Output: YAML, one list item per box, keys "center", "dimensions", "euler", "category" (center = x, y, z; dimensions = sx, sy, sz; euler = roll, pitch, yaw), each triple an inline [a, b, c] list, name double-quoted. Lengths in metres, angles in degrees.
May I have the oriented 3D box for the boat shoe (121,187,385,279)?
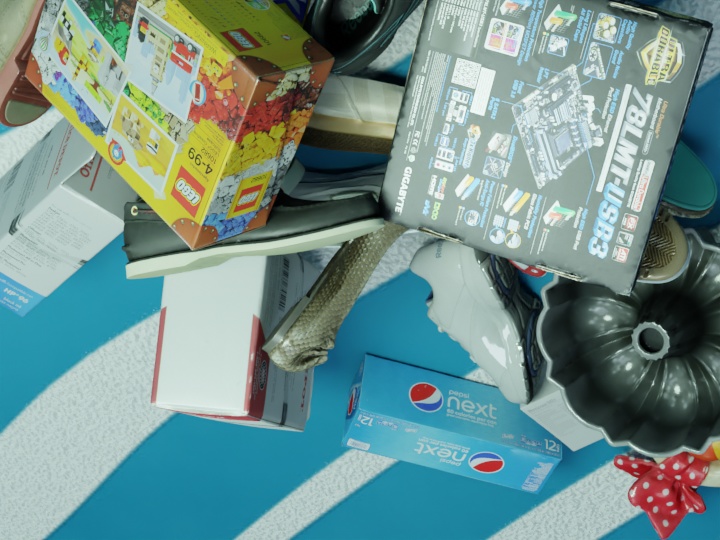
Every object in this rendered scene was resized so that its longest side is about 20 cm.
- center: [-0.082, -0.037, 1.125]
  dimensions: [0.201, 0.063, 0.074]
  euler: [-8, 175, 15]
  category: "boat shoe"

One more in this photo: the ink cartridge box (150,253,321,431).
- center: [-0.097, 0.052, 1.256]
  dimensions: [0.083, 0.147, 0.200]
  euler: [4, 171, 11]
  category: "ink cartridge box"

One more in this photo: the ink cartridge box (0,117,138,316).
- center: [-0.234, -0.063, 1.237]
  dimensions: [0.068, 0.116, 0.200]
  euler: [33, 132, -26]
  category: "ink cartridge box"

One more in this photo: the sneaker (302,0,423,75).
- center: [0.031, -0.211, 1.028]
  dimensions: [0.075, 0.079, 0.200]
  euler: [35, 105, -2]
  category: "sneaker"

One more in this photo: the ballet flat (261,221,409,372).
- center: [0.000, 0.000, 1.180]
  dimensions: [0.046, 0.200, 0.067]
  euler: [40, 160, -4]
  category: "ballet flat"

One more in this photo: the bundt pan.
- center: [0.252, 0.048, 1.265]
  dimensions: [0.201, 0.076, 0.202]
  euler: [9, 109, 28]
  category: "bundt pan"

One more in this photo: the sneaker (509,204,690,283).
- center: [0.174, -0.028, 1.202]
  dimensions: [0.200, 0.071, 0.112]
  euler: [24, 169, 29]
  category: "sneaker"

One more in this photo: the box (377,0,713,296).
- center: [0.128, -0.105, 1.094]
  dimensions: [0.198, 0.050, 0.200]
  euler: [17, 107, 11]
  category: "box"

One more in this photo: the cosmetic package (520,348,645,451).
- center: [0.246, 0.089, 1.377]
  dimensions: [0.200, 0.051, 0.083]
  euler: [-30, 127, 33]
  category: "cosmetic package"

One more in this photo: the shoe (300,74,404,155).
- center: [-0.006, -0.124, 1.195]
  dimensions: [0.199, 0.054, 0.070]
  euler: [11, 171, 2]
  category: "shoe"

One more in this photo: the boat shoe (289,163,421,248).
- center: [-0.003, -0.042, 1.262]
  dimensions: [0.199, 0.067, 0.074]
  euler: [-2, 136, 10]
  category: "boat shoe"

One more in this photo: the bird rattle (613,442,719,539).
- center: [0.330, 0.161, 1.437]
  dimensions: [0.200, 0.113, 0.163]
  euler: [-4, 125, 30]
  category: "bird rattle"

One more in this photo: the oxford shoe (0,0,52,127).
- center: [-0.235, -0.203, 1.126]
  dimensions: [0.070, 0.075, 0.200]
  euler: [-4, 137, -56]
  category: "oxford shoe"

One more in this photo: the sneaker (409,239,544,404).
- center: [0.109, 0.040, 1.344]
  dimensions: [0.087, 0.075, 0.200]
  euler: [-3, 130, 28]
  category: "sneaker"

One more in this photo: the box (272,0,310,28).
- center: [-0.062, -0.218, 1.082]
  dimensions: [0.064, 0.070, 0.200]
  euler: [11, 137, -7]
  category: "box"

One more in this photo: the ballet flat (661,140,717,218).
- center: [0.184, -0.100, 1.188]
  dimensions: [0.200, 0.068, 0.075]
  euler: [32, 154, -17]
  category: "ballet flat"

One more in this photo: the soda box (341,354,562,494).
- center: [0.088, 0.146, 1.447]
  dimensions: [0.200, 0.068, 0.064]
  euler: [15, 137, -8]
  category: "soda box"

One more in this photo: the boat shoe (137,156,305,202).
- center: [-0.133, -0.069, 1.244]
  dimensions: [0.201, 0.072, 0.060]
  euler: [-17, 124, 41]
  category: "boat shoe"

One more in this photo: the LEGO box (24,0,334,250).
- center: [-0.129, -0.139, 1.054]
  dimensions: [0.200, 0.077, 0.149]
  euler: [44, 130, 23]
  category: "LEGO box"
